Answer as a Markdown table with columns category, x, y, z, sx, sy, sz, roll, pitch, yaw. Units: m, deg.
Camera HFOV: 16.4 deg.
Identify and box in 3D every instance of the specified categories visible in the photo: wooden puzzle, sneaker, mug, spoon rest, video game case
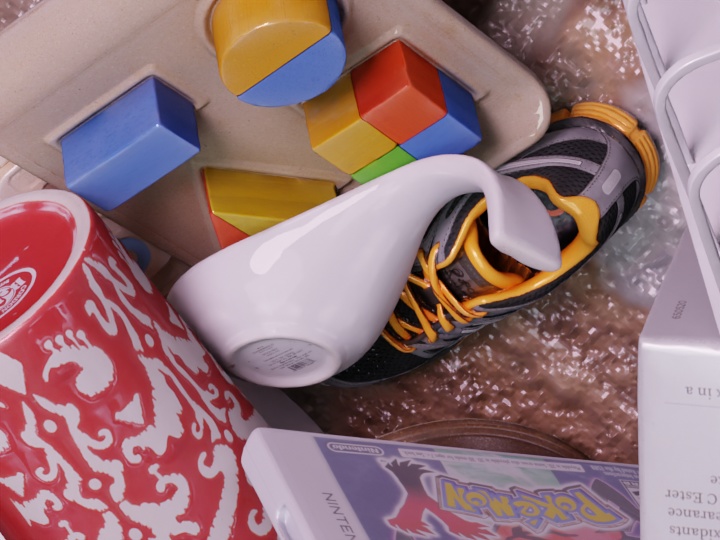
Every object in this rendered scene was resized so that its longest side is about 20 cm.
| category | x | y | z | sx | sy | sz | roll | pitch | yaw |
| --- | --- | --- | --- | --- | --- | --- | --- | --- | --- |
| wooden puzzle | -0.044 | -0.062 | 1.051 | 0.185 | 0.046 | 0.200 | -31 | 135 | 26 |
| sneaker | 0.043 | -0.004 | 1.133 | 0.200 | 0.077 | 0.078 | -37 | 100 | 28 |
| mug | -0.116 | 0.088 | 1.054 | 0.133 | 0.178 | 0.200 | -7 | 130 | 34 |
| spoon rest | 0.000 | 0.000 | 1.078 | 0.200 | 0.061 | 0.099 | -23 | 144 | 38 |
| video game case | 0.069 | 0.130 | 1.014 | 0.199 | 0.182 | 0.023 | 8 | 118 | -27 |

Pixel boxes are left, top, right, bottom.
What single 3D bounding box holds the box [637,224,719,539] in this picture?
| category | x | y | z | sx | sy | sz | roll | pitch | yaw |
| --- | --- | --- | --- | --- | --- | --- | --- | --- | --- |
| box | 0.227 | 0.055 | 1.034 | 0.198 | 0.200 | 0.131 | 3 | 112 | 15 |

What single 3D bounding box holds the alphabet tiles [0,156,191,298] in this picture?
| category | x | y | z | sx | sy | sz | roll | pitch | yaw |
| --- | --- | --- | --- | --- | --- | --- | --- | --- | --- |
| alphabet tiles | -0.093 | -0.049 | 1.113 | 0.200 | 0.015 | 0.196 | -39 | 133 | 5 |

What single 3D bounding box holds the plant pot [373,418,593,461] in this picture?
| category | x | y | z | sx | sy | sz | roll | pitch | yaw |
| --- | --- | --- | --- | --- | --- | --- | --- | --- | --- |
| plant pot | 0.060 | 0.198 | 1.110 | 0.199 | 0.198 | 0.201 | -4 | 113 | -10 |

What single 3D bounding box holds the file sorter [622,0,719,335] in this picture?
| category | x | y | z | sx | sy | sz | roll | pitch | yaw |
| --- | --- | --- | --- | --- | --- | --- | --- | --- | --- |
| file sorter | 0.172 | -0.089 | 0.937 | 0.138 | 0.201 | 0.125 | -18 | 140 | 9 |

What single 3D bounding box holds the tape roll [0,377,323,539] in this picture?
| category | x | y | z | sx | sy | sz | roll | pitch | yaw |
| --- | --- | --- | --- | --- | --- | --- | --- | --- | --- |
| tape roll | -0.100 | 0.141 | 1.242 | 0.202 | 0.071 | 0.203 | 6 | 113 | 15 |
